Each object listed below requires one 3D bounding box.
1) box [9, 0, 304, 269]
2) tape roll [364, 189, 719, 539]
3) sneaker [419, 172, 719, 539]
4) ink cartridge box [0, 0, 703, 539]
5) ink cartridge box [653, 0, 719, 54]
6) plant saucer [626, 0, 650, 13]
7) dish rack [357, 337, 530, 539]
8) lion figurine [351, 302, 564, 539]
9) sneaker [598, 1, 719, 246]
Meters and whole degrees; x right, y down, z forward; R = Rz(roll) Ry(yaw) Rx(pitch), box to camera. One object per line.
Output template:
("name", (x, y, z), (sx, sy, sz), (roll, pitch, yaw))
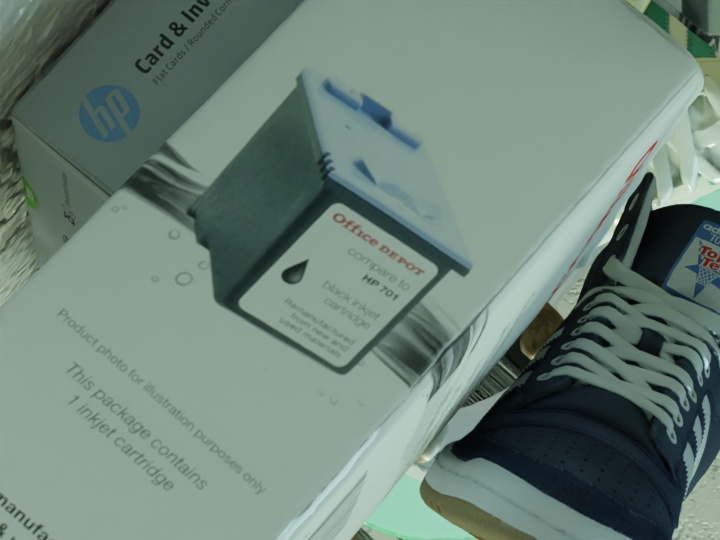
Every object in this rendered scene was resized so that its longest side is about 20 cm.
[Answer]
("box", (-0.028, -0.051, 0.655), (0.156, 0.041, 0.200), (-49, 173, -15))
("tape roll", (0.052, 0.008, 0.888), (0.199, 0.048, 0.202), (-16, 126, -24))
("sneaker", (0.078, 0.030, 0.653), (0.109, 0.070, 0.200), (-61, 170, 5))
("ink cartridge box", (-0.022, 0.021, 0.564), (0.200, 0.086, 0.147), (-49, 173, -22))
("ink cartridge box", (0.112, -0.126, 0.519), (0.145, 0.200, 0.084), (-50, 173, -11))
("plant saucer", (0.088, -0.136, 0.735), (0.201, 0.048, 0.200), (-64, 180, -40))
("dish rack", (0.018, 0.106, 1.030), (0.200, 0.055, 0.153), (-48, 174, -8))
("lion figurine", (-0.019, 0.041, 0.710), (0.072, 0.122, 0.201), (-24, -149, 45))
("sneaker", (0.114, -0.059, 0.792), (0.199, 0.071, 0.093), (-37, -151, -12))
